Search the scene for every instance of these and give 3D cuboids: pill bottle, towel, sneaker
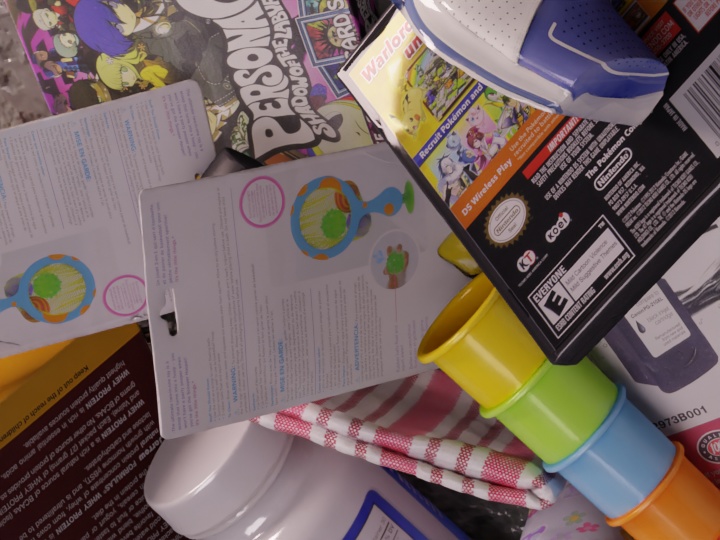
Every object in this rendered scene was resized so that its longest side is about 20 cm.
[{"bbox_3d":[-0.015,0.149,1.200,0.112,0.112,0.200,-32,117,33],"label":"pill bottle"},{"bbox_3d":[0.014,0.063,1.140,0.199,0.146,0.030,17,102,9],"label":"towel"},{"bbox_3d":[0.057,-0.156,0.967,0.199,0.080,0.115,45,116,31],"label":"sneaker"}]

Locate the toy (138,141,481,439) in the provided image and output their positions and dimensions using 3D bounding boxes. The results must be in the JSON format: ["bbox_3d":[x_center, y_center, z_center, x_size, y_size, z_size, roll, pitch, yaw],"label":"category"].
[{"bbox_3d":[-0.016,-0.002,1.084,0.047,0.199,0.116,21,119,59],"label":"toy"}]

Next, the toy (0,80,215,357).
[{"bbox_3d":[-0.167,-0.022,1.134,0.199,0.047,0.116,-17,119,-10],"label":"toy"}]

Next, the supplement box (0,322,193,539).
[{"bbox_3d":[-0.187,0.149,1.210,0.132,0.197,0.201,2,125,45],"label":"supplement box"}]

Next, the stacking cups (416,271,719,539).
[{"bbox_3d":[0.118,0.082,1.070,0.200,0.061,0.060,41,125,-12],"label":"stacking cups"}]

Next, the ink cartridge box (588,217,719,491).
[{"bbox_3d":[0.171,-0.006,1.069,0.144,0.084,0.200,-24,110,32],"label":"ink cartridge box"}]

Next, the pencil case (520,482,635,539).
[{"bbox_3d":[0.105,0.163,1.134,0.090,0.200,0.083,-21,106,22],"label":"pencil case"}]

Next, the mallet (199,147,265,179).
[{"bbox_3d":[0.000,0.000,1.138,0.199,0.041,0.066,20,103,-25],"label":"mallet"}]

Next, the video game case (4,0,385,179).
[{"bbox_3d":[-0.080,-0.119,1.121,0.180,0.036,0.201,-6,118,25],"label":"video game case"}]

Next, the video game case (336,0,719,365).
[{"bbox_3d":[0.100,-0.092,0.999,0.200,0.025,0.181,-49,62,25],"label":"video game case"}]
